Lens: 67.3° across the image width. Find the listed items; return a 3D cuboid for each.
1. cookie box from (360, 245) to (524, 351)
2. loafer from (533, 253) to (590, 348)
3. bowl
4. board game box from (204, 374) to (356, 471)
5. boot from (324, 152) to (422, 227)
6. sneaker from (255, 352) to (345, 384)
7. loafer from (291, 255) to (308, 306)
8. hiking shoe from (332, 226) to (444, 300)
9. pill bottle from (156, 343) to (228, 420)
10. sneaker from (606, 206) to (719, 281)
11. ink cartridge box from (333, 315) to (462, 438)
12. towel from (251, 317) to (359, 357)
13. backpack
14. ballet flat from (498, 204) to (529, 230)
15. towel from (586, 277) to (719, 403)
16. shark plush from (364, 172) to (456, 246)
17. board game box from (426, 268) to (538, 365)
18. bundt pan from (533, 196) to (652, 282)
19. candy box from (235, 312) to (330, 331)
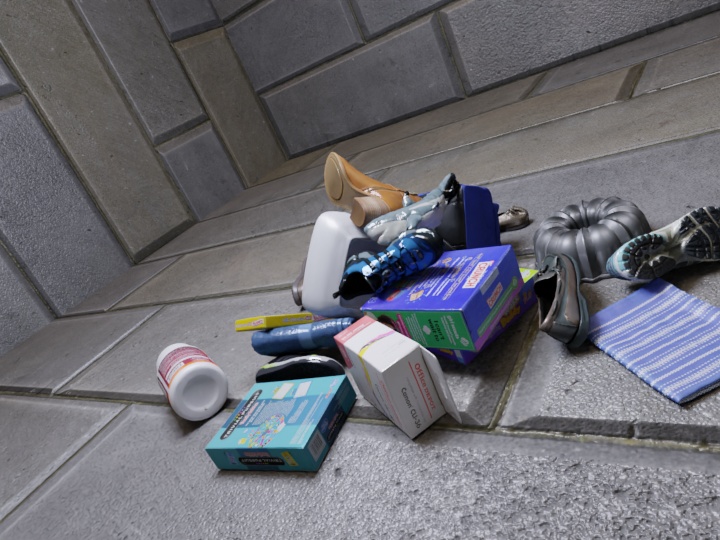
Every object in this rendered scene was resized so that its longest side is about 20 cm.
[{"bbox_3d":[0.128,0.042,0.850,0.199,0.076,0.171,-5,30,47],"label":"cookie box"},{"bbox_3d":[0.286,0.029,0.798,0.062,0.072,0.201,16,34,-2],"label":"loafer"},{"bbox_3d":[0.000,0.000,1.007,0.198,0.202,0.074,6,9,-39],"label":"bowl"},{"bbox_3d":[-0.122,0.238,0.847,0.198,0.047,0.151,-12,25,32],"label":"board game box"},{"bbox_3d":[0.027,-0.147,1.016,0.153,0.074,0.201,-6,50,-33],"label":"boot"},{"bbox_3d":[-0.104,0.167,0.957,0.198,0.072,0.083,-11,24,34],"label":"sneaker"},{"bbox_3d":[-0.107,0.021,1.325,0.070,0.074,0.201,-8,30,15],"label":"loafer"},{"bbox_3d":[0.048,0.000,0.857,0.199,0.075,0.087,-25,24,40],"label":"hiking shoe"},{"bbox_3d":[-0.340,0.211,1.071,0.109,0.110,0.199,-34,23,-22],"label":"pill bottle"},{"bbox_3d":[0.453,-0.036,0.791,0.198,0.079,0.086,-15,-7,-5],"label":"sneaker"},{"bbox_3d":[0.047,0.150,0.759,0.067,0.117,0.200,-31,21,-18],"label":"ink cartridge box"},{"bbox_3d":[-0.093,0.124,0.996,0.198,0.049,0.112,-10,-11,15],"label":"towel"},{"bbox_3d":[0.170,-0.070,1.079,0.167,0.165,0.199,8,-11,-42],"label":"backpack"},{"bbox_3d":[0.271,-0.103,1.194,0.198,0.047,0.067,-12,24,31],"label":"ballet flat"},{"bbox_3d":[0.384,0.078,0.676,0.144,0.024,0.200,-28,21,-2],"label":"towel"},{"bbox_3d":[0.099,-0.111,0.920,0.083,0.091,0.200,35,76,23],"label":"shark plush"},{"bbox_3d":[0.190,0.064,0.898,0.199,0.045,0.134,-36,23,-24],"label":"board game box"},{"bbox_3d":[0.388,-0.062,0.926,0.200,0.076,0.202,-23,21,9],"label":"bundt pan"},{"bbox_3d":[-0.135,0.099,1.066,0.102,0.027,0.199,-15,-11,43],"label":"candy box"}]
